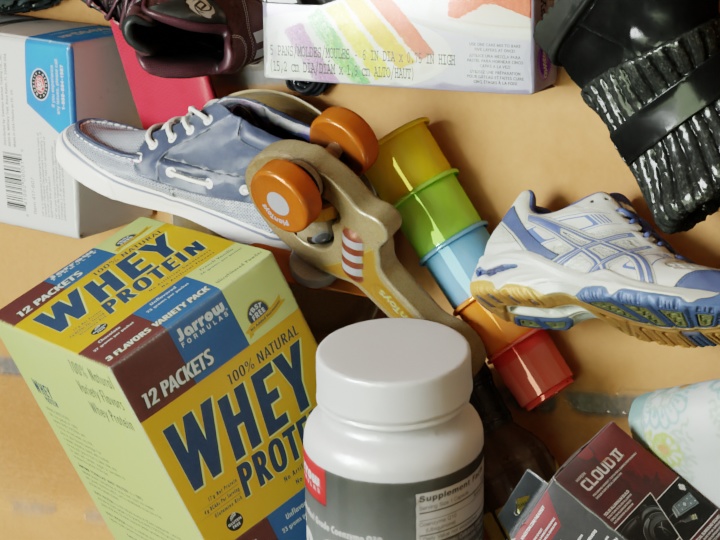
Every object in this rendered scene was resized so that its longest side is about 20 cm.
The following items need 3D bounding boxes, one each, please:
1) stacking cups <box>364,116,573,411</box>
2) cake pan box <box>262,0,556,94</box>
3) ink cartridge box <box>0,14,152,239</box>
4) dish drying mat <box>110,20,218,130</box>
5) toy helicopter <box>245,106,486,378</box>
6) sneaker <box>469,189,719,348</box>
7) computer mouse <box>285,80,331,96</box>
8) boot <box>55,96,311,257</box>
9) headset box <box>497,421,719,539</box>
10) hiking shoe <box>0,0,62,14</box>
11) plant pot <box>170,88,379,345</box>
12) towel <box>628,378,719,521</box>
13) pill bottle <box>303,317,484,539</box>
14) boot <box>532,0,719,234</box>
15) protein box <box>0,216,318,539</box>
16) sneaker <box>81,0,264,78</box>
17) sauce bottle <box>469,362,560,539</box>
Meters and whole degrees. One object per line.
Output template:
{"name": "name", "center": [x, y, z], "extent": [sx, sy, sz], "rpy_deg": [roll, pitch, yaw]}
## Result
{"name": "stacking cups", "center": [0.072, -0.002, 1.388], "extent": [0.060, 0.060, 0.200], "rpy_deg": [-36, 84, 40]}
{"name": "cake pan box", "center": [0.026, -0.209, 1.336], "extent": [0.199, 0.052, 0.185], "rpy_deg": [7, 106, 24]}
{"name": "ink cartridge box", "center": [-0.258, -0.115, 1.598], "extent": [0.199, 0.084, 0.147], "rpy_deg": [12, 111, 37]}
{"name": "dish drying mat", "center": [-0.147, -0.180, 1.482], "extent": [0.077, 0.018, 0.201], "rpy_deg": [-5, 108, 40]}
{"name": "toy helicopter", "center": [0.000, 0.000, 1.371], "extent": [0.200, 0.079, 0.132], "rpy_deg": [46, 146, -1]}
{"name": "sneaker", "center": [0.158, -0.009, 1.287], "extent": [0.199, 0.075, 0.088], "rpy_deg": [9, 69, 37]}
{"name": "computer mouse", "center": [-0.072, -0.224, 1.439], "extent": [0.200, 0.046, 0.141], "rpy_deg": [49, 129, 17]}
{"name": "boot", "center": [-0.114, -0.086, 1.451], "extent": [0.199, 0.073, 0.091], "rpy_deg": [20, 121, 14]}
{"name": "headset box", "center": [0.164, 0.201, 1.270], "extent": [0.200, 0.077, 0.149], "rpy_deg": [40, 133, 15]}
{"name": "hiking shoe", "center": [-0.248, -0.239, 1.571], "extent": [0.199, 0.074, 0.087], "rpy_deg": [-6, 92, 30]}
{"name": "plant pot", "center": [-0.053, -0.031, 1.494], "extent": [0.199, 0.027, 0.201], "rpy_deg": [13, 112, 36]}
{"name": "towel", "center": [0.263, 0.146, 1.236], "extent": [0.171, 0.048, 0.200], "rpy_deg": [-18, 108, 51]}
{"name": "pill bottle", "center": [0.021, 0.140, 1.330], "extent": [0.114, 0.114, 0.201], "rpy_deg": [16, 119, 35]}
{"name": "boot", "center": [0.202, -0.136, 1.217], "extent": [0.158, 0.079, 0.211], "rpy_deg": [57, 141, 20]}
{"name": "protein box", "center": [-0.116, 0.091, 1.435], "extent": [0.198, 0.135, 0.200], "rpy_deg": [15, 136, 57]}
{"name": "sneaker", "center": [-0.151, -0.184, 1.395], "extent": [0.199, 0.116, 0.076], "rpy_deg": [23, 117, 12]}
{"name": "sauce bottle", "center": [0.110, 0.154, 1.390], "extent": [0.065, 0.065, 0.201], "rpy_deg": [-31, 83, 40]}
